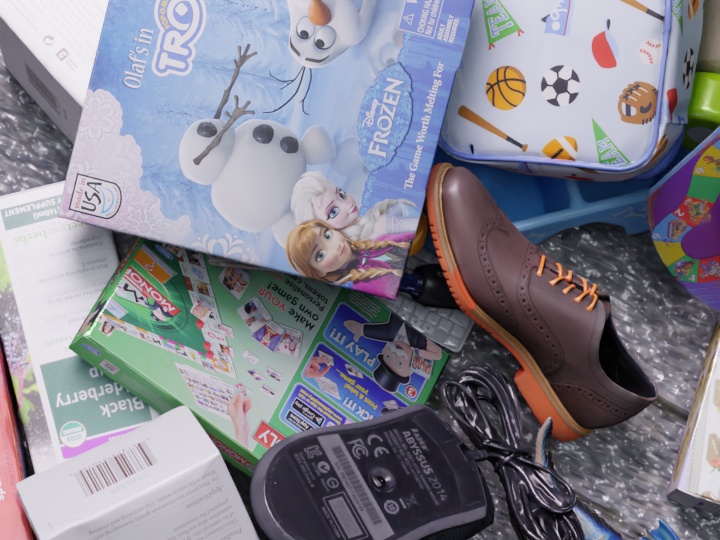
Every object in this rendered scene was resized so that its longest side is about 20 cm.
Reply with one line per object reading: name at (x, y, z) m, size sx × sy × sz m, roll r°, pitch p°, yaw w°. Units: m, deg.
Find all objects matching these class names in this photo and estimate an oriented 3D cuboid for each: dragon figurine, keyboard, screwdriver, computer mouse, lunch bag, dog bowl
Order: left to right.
keyboard at (-0.016, -0.017, 1.371) m, size 0.200 × 0.011 × 0.056 m, roll 27°, pitch 77°, yaw 2°
screwdriver at (0.000, 0.000, 1.314) m, size 0.200 × 0.028 × 0.029 m, roll 12°, pitch 80°, yaw -28°
computer mouse at (0.021, 0.132, 1.255) m, size 0.200 × 0.053 × 0.139 m, roll -8°, pitch 60°, yaw -32°
dog bowl at (0.120, -0.071, 1.371) m, size 0.199 × 0.050 × 0.112 m, roll -14°, pitch 78°, yaw -8°
lunch bag at (0.117, -0.155, 1.290) m, size 0.160 × 0.076 × 0.201 m, roll 7°, pitch 93°, yaw 23°
dragon figurine at (0.162, 0.182, 1.313) m, size 0.099 × 0.059 × 0.201 m, roll -11°, pitch 79°, yaw -7°

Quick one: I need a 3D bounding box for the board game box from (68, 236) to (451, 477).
board game box at (-0.055, 0.047, 1.296) m, size 0.200 × 0.029 × 0.135 m, roll 37°, pitch 59°, yaw -13°

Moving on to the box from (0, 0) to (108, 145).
box at (-0.115, -0.171, 1.342) m, size 0.200 × 0.124 × 0.098 m, roll -41°, pitch 83°, yaw -11°

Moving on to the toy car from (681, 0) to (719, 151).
toy car at (0.305, -0.123, 1.359) m, size 0.200 × 0.158 × 0.165 m, roll 33°, pitch 64°, yaw -34°

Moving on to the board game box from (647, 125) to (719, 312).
board game box at (0.263, -0.030, 1.263) m, size 0.158 × 0.200 × 0.039 m, roll 32°, pitch 34°, yaw -21°

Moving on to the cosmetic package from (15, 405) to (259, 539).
cosmetic package at (-0.099, 0.192, 1.236) m, size 0.113 × 0.081 × 0.200 m, roll -24°, pitch 114°, yaw -10°

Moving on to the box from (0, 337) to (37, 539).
box at (-0.241, 0.135, 1.276) m, size 0.102 × 0.095 × 0.201 m, roll -12°, pitch 78°, yaw -7°

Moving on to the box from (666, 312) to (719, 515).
box at (0.235, 0.050, 1.359) m, size 0.039 × 0.041 × 0.201 m, roll 18°, pitch 77°, yaw 0°

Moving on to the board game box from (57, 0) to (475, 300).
board game box at (-0.050, -0.104, 1.240) m, size 0.198 × 0.043 × 0.201 m, roll 14°, pitch 97°, yaw -3°

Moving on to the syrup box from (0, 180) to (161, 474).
syrup box at (-0.167, 0.054, 1.308) m, size 0.079 × 0.081 × 0.201 m, roll -14°, pitch 77°, yaw -8°

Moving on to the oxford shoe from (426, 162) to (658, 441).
oxford shoe at (0.107, 0.011, 1.299) m, size 0.200 × 0.072 × 0.071 m, roll 54°, pitch 35°, yaw -26°

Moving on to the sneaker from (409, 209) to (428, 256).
sneaker at (-0.015, -0.089, 1.300) m, size 0.078 × 0.077 × 0.200 m, roll -38°, pitch 117°, yaw -13°
